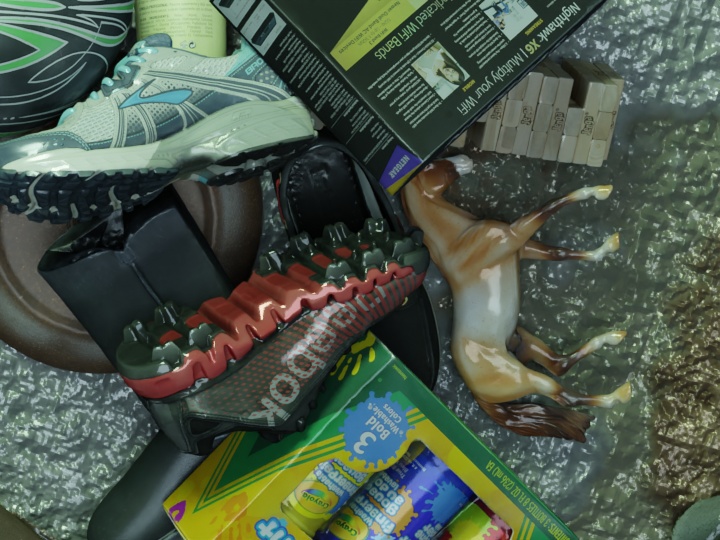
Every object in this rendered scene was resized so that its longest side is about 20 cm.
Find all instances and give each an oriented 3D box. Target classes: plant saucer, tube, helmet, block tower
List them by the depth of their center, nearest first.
[{"bbox_3d":[-0.227,-0.166,1.658,0.190,0.200,0.201,11,99,9],"label":"helmet"},{"bbox_3d":[-0.107,-0.177,1.720,0.058,0.052,0.201,-1,86,-32],"label":"tube"},{"bbox_3d":[0.061,-0.107,1.741,0.199,0.054,0.058,6,109,-18],"label":"block tower"},{"bbox_3d":[-0.157,-0.032,1.759,0.199,0.037,0.202,-1,101,-7],"label":"plant saucer"}]

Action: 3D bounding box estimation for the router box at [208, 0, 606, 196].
[{"bbox_3d":[0.036,-0.164,1.683,0.157,0.052,0.200,47,59,3],"label":"router box"}]

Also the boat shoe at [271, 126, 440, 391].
[{"bbox_3d":[-0.003,0.001,1.764,0.073,0.063,0.202,-22,112,0],"label":"boat shoe"}]

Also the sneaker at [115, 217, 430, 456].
[{"bbox_3d":[-0.042,0.043,1.691,0.200,0.071,0.098,-28,117,-17],"label":"sneaker"}]

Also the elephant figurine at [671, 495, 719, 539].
[{"bbox_3d":[0.257,0.197,1.818,0.141,0.155,0.201,14,88,34],"label":"elephant figurine"}]

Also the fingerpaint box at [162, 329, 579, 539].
[{"bbox_3d":[0.009,0.155,1.760,0.167,0.073,0.200,-45,122,0],"label":"fingerpaint box"}]

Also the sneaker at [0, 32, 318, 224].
[{"bbox_3d":[-0.127,-0.085,1.649,0.199,0.078,0.087,-13,74,-27],"label":"sneaker"}]

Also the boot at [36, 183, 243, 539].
[{"bbox_3d":[-0.135,0.066,1.731,0.165,0.066,0.200,-36,126,-9],"label":"boot"}]

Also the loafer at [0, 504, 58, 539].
[{"bbox_3d":[-0.229,0.175,1.742,0.199,0.071,0.073,25,62,3],"label":"loafer"}]

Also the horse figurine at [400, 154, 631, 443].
[{"bbox_3d":[0.098,0.023,1.788,0.132,0.050,0.201,-5,107,7],"label":"horse figurine"}]
